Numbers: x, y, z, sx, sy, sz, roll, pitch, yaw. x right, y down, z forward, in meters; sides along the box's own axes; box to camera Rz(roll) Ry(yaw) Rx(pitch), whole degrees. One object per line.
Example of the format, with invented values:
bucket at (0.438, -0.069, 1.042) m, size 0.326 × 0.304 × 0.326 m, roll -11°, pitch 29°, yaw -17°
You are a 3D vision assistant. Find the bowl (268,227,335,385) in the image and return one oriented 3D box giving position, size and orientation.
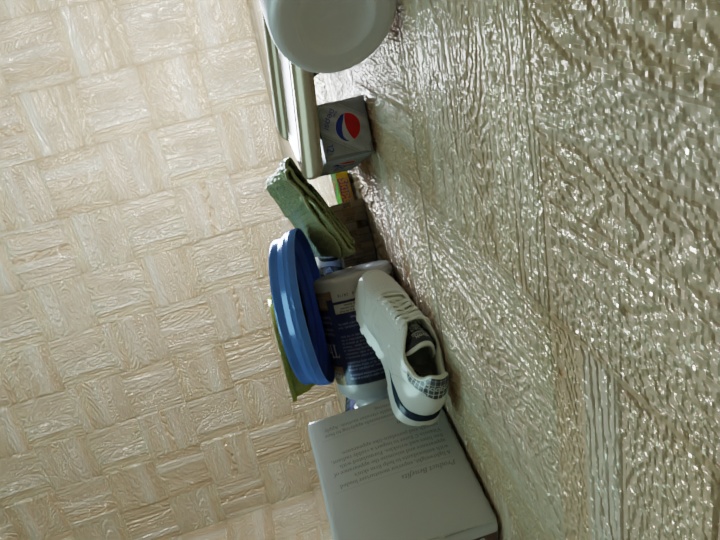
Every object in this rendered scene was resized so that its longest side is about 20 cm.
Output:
bowl at (-0.075, 0.050, 0.848) m, size 0.201 × 0.038 × 0.207 m, roll -14°, pitch -89°, yaw -85°

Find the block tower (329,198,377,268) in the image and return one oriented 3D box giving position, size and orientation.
block tower at (0.000, 0.000, 0.977) m, size 0.054 × 0.056 × 0.207 m, roll -172°, pitch 69°, yaw -82°

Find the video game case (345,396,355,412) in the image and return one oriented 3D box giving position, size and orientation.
video game case at (-0.004, 0.137, 1.101) m, size 0.143 × 0.018 × 0.207 m, roll 119°, pitch 154°, yaw -69°

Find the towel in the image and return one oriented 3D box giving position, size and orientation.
towel at (-0.075, -0.078, 0.889) m, size 0.150 × 0.036 × 0.200 m, roll 53°, pitch 171°, yaw -10°

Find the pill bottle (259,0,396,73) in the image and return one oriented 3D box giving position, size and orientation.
pill bottle at (-0.046, -0.279, 0.566) m, size 0.114 × 0.109 × 0.204 m, roll 85°, pitch 167°, yaw -55°

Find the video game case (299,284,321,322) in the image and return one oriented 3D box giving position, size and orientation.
video game case at (-0.072, 0.052, 1.050) m, size 0.181 × 0.025 × 0.200 m, roll 48°, pitch 180°, yaw -11°

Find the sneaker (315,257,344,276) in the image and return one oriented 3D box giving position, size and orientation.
sneaker at (-0.043, -0.029, 1.090) m, size 0.201 × 0.073 × 0.120 m, roll -119°, pitch 29°, yaw -87°

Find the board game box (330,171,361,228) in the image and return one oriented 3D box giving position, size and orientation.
board game box at (-0.019, -0.087, 1.049) m, size 0.096 × 0.029 × 0.206 m, roll -146°, pitch 40°, yaw -83°

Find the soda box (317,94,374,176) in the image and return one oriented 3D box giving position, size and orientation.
soda box at (-0.032, -0.169, 0.848) m, size 0.200 × 0.061 × 0.071 m, roll -164°, pitch 61°, yaw -82°

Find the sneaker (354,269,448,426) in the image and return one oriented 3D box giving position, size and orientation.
sneaker at (0.049, 0.066, 0.721) m, size 0.082 × 0.074 × 0.203 m, roll 100°, pitch 153°, yaw -46°

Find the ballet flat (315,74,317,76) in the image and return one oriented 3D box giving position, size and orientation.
ballet flat at (-0.072, -0.358, 0.833) m, size 0.073 × 0.065 × 0.206 m, roll -72°, pitch -27°, yaw -65°

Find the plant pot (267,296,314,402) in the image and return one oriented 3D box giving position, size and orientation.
plant pot at (-0.069, 0.128, 1.253) m, size 0.200 × 0.178 × 0.207 m, roll 166°, pitch 90°, yaw -83°

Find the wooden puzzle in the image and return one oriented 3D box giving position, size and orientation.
wooden puzzle at (-0.078, -0.227, 0.775) m, size 0.201 × 0.036 × 0.191 m, roll -124°, pitch 26°, yaw -61°

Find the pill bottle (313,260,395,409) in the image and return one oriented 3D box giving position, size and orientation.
pill bottle at (0.011, 0.099, 0.855) m, size 0.111 × 0.107 × 0.207 m, roll -161°, pitch 57°, yaw -81°

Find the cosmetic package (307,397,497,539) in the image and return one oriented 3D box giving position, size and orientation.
cosmetic package at (0.046, 0.276, 0.733) m, size 0.202 × 0.160 × 0.169 m, roll -114°, pitch 11°, yaw -56°
